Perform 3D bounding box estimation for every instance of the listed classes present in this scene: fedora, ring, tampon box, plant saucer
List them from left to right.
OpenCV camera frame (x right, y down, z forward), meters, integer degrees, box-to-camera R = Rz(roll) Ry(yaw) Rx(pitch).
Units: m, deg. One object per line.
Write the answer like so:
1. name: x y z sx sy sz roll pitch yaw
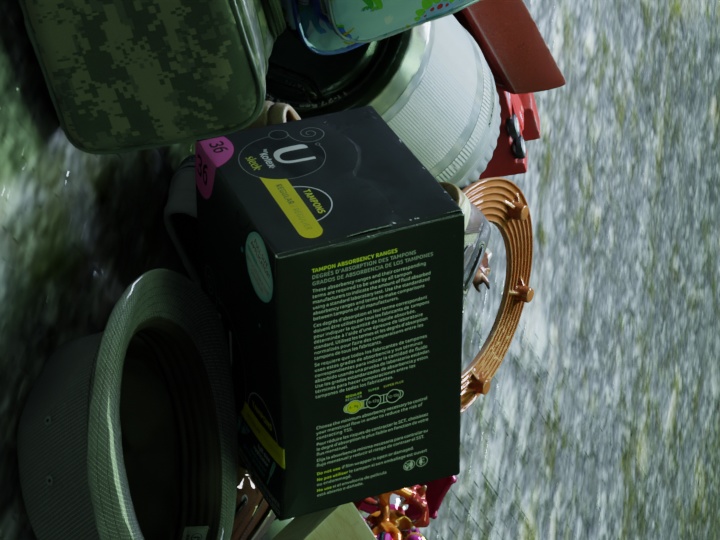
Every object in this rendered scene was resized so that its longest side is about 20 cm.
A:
1. fedora: -0.145 0.105 1.240 0.177 0.090 0.201 20 64 -66
2. tampon box: -0.022 0.025 1.310 0.150 0.126 0.201 -129 -148 -51
3. plant saucer: 0.046 -0.215 1.609 0.037 0.199 0.200 -55 145 -13
4. ring: 0.085 0.027 1.593 0.200 0.019 0.201 -35 134 -46

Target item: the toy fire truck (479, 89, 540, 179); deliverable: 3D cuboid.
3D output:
1. toy fire truck: 0.116 -0.159 1.814 0.142 0.048 0.201 -86 163 -44

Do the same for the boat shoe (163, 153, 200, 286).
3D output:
1. boat shoe: -0.083 0.014 1.429 0.200 0.073 0.066 59 39 -31

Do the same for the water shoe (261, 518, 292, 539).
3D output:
1. water shoe: -0.037 0.112 1.514 0.200 0.071 0.079 -61 137 -52

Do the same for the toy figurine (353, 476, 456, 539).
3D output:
1. toy figurine: 0.020 0.191 1.570 0.200 0.149 0.185 77 10 -58

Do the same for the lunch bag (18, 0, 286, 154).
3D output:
1. lunch bag: -0.128 -0.197 1.259 0.168 0.139 0.201 -87 164 -56

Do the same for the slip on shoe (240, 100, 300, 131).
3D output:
1. slip on shoe: -0.033 -0.036 1.397 0.200 0.060 0.076 60 34 -31

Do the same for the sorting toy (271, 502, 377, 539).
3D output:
1. sorting toy: -0.037 0.274 1.363 0.199 0.070 0.200 -43 141 -11

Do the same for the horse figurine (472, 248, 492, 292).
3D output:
1. horse figurine: 0.075 -0.094 1.813 0.133 0.050 0.201 -76 153 -43

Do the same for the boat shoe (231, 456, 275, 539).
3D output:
1. boat shoe: -0.100 0.152 1.364 0.068 0.072 0.201 66 32 -43

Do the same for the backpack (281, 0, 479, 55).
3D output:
1. backpack: 0.014 -0.253 1.307 0.147 0.182 0.201 45 -27 56

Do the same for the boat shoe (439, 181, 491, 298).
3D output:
1. boat shoe: 0.039 0.038 1.472 0.065 0.073 0.201 31 83 -34

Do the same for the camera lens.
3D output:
1. camera lens: 0.003 -0.138 1.512 0.200 0.159 0.161 39 54 -60
